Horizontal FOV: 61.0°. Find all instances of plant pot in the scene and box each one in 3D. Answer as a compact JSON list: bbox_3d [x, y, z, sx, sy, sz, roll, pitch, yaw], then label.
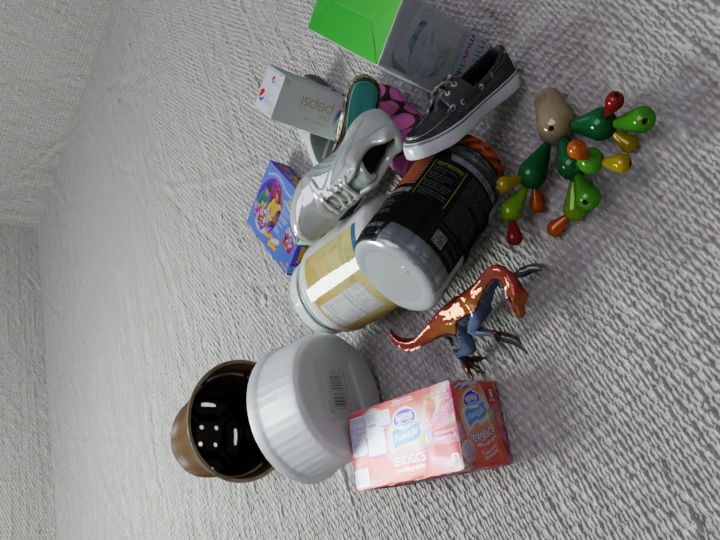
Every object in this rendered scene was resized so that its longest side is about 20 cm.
[{"bbox_3d":[-0.249,0.290,1.116,0.197,0.195,0.207,-35,57,50],"label":"plant pot"}]

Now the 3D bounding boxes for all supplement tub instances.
[{"bbox_3d":[0.000,0.000,0.882,0.198,0.142,0.149,-33,59,43],"label":"supplement tub"},{"bbox_3d":[0.089,-0.064,0.742,0.121,0.124,0.201,4,49,50],"label":"supplement tub"}]

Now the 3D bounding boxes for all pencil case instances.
[{"bbox_3d":[0.061,-0.204,0.892,0.095,0.089,0.201,-54,44,18],"label":"pencil case"}]

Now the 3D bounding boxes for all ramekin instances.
[{"bbox_3d":[-0.059,0.191,0.886,0.097,0.197,0.206,-30,60,33],"label":"ramekin"}]

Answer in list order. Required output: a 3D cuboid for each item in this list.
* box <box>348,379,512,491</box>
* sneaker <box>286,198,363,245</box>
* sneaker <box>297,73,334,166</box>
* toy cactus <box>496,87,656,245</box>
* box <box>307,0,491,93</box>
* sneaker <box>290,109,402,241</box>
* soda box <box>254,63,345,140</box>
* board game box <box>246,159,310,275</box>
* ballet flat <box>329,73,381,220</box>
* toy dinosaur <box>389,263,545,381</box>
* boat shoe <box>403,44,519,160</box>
[{"bbox_3d":[0.081,0.213,0.781,0.198,0.093,0.106,-31,60,43],"label":"box"},{"bbox_3d":[-0.055,-0.127,0.955,0.074,0.114,0.207,-127,40,-61],"label":"sneaker"},{"bbox_3d":[-0.076,-0.250,1.096,0.081,0.068,0.206,128,138,-51],"label":"sneaker"},{"bbox_3d":[0.222,-0.136,0.686,0.200,0.100,0.169,-48,39,45],"label":"toy cactus"},{"bbox_3d":[0.050,-0.326,0.855,0.200,0.173,0.099,45,117,45],"label":"box"},{"bbox_3d":[-0.022,-0.117,0.795,0.202,0.070,0.081,-51,31,10],"label":"sneaker"},{"bbox_3d":[-0.062,-0.253,0.962,0.064,0.196,0.070,43,115,43],"label":"soda box"},{"bbox_3d":[-0.139,-0.101,1.152,0.200,0.044,0.137,47,119,44],"label":"board game box"},{"bbox_3d":[-0.012,-0.176,0.882,0.075,0.066,0.206,-114,36,-74],"label":"ballet flat"},{"bbox_3d":[0.127,0.058,0.707,0.183,0.193,0.108,77,-176,-56],"label":"toy dinosaur"},{"bbox_3d":[0.119,-0.210,0.743,0.198,0.067,0.069,-38,26,-19],"label":"boat shoe"}]
